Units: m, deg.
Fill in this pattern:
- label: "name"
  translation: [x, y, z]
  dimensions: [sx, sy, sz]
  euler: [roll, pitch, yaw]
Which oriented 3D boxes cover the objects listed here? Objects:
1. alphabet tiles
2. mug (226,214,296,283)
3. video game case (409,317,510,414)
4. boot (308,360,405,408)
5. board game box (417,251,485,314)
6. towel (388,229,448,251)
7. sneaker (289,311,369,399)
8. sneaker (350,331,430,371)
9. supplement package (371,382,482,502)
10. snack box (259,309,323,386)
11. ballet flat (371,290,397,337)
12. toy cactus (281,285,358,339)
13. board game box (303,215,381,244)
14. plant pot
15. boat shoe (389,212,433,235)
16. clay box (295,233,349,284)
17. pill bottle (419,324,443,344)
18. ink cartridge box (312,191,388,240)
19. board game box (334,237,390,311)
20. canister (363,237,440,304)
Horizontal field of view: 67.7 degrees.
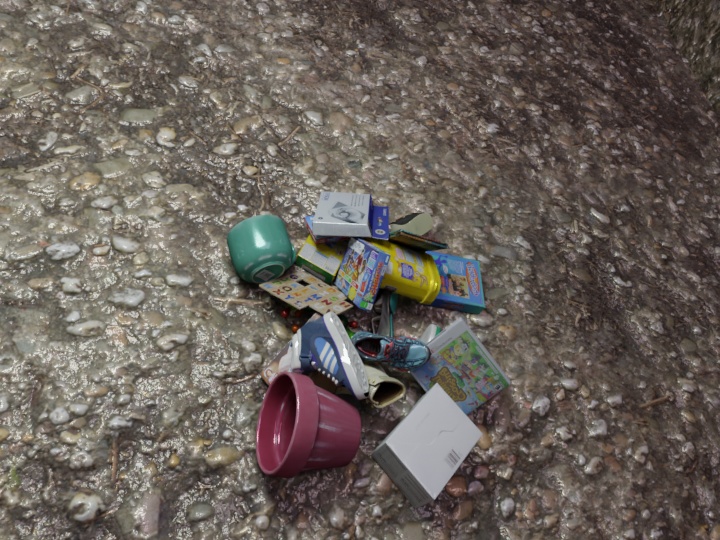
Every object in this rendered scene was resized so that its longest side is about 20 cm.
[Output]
- label: "alphabet tiles"
  translation: [-0.119, 0.057, 1.283]
  dimensions: [0.195, 0.008, 0.165]
  euler: [25, 23, 26]
- label: "mug"
  translation: [-0.225, -0.044, 1.305]
  dimensions: [0.179, 0.153, 0.118]
  euler: [-11, 64, -26]
- label: "video game case"
  translation: [0.229, 0.243, 1.279]
  dimensions: [0.201, 0.181, 0.022]
  euler: [49, 17, -8]
- label: "boot"
  translation: [-0.010, 0.257, 1.207]
  dimensions: [0.193, 0.154, 0.075]
  euler: [-2, 100, -24]
- label: "board game box"
  translation: [0.250, 0.031, 1.514]
  dimensions: [0.192, 0.045, 0.157]
  euler: [11, 57, -15]
- label: "towel"
  translation: [0.127, -0.076, 1.410]
  dimensions: [0.142, 0.199, 0.023]
  euler: [14, 84, -19]
- label: "sneaker"
  translation: [-0.078, 0.208, 1.159]
  dimensions: [0.205, 0.144, 0.080]
  euler: [63, 15, 16]
- label: "sneaker"
  translation: [0.066, 0.190, 1.236]
  dimensions: [0.192, 0.096, 0.083]
  euler: [5, 86, 7]
- label: "supplement package"
  translation: [0.150, 0.395, 1.215]
  dimensions: [0.156, 0.112, 0.198]
  euler: [46, 56, 10]
- label: "snack box"
  translation: [-0.137, 0.189, 1.222]
  dimensions: [0.072, 0.024, 0.200]
  euler: [42, 83, 11]
- label: "ballet flat"
  translation: [0.060, 0.110, 1.383]
  dimensions: [0.061, 0.068, 0.206]
  euler: [-3, 53, 13]
- label: "toy cactus"
  translation: [-0.086, 0.100, 1.321]
  dimensions: [0.193, 0.104, 0.168]
  euler: [20, 45, 2]
- label: "board game box"
  translation: [-0.045, -0.121, 1.424]
  dimensions: [0.193, 0.020, 0.104]
  euler: [-11, 44, -22]
- label: "plant pot"
  translation: [-0.101, 0.329, 1.118]
  dimensions: [0.174, 0.199, 0.207]
  euler: [18, 53, -28]
- label: "boat shoe"
  translation: [0.114, -0.109, 1.538]
  dimensions: [0.196, 0.063, 0.076]
  euler: [-25, 104, -19]
- label: "clay box"
  translation: [-0.083, -0.075, 1.443]
  dimensions: [0.112, 0.048, 0.203]
  euler: [28, 53, 0]
- label: "pill bottle"
  translation: [0.237, 0.232, 1.346]
  dimensions: [0.196, 0.114, 0.115]
  euler: [30, 54, -2]
- label: "ink cartridge box"
  translation: [-0.020, -0.147, 1.395]
  dimensions: [0.191, 0.042, 0.202]
  euler: [4, 31, 0]
- label: "board game box"
  translation: [0.000, 0.000, 1.304]
  dimensions: [0.033, 0.200, 0.140]
  euler: [17, 99, -23]
- label: "canister"
  translation: [0.097, -0.005, 1.383]
  dimensions: [0.194, 0.088, 0.151]
  euler: [18, 36, -23]
